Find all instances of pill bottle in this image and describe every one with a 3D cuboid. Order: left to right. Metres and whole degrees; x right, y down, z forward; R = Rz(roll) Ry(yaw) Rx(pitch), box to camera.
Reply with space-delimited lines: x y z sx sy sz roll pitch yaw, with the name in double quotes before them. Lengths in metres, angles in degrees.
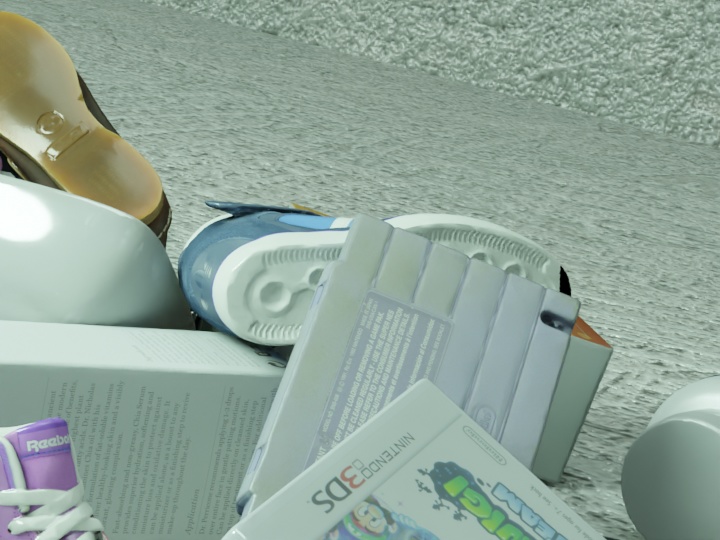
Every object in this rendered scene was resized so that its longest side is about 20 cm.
"pill bottle" 0.235 0.114 1.306 0.111 0.112 0.200 19 15 30

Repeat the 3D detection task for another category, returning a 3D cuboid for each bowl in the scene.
"bowl" -0.199 0.028 1.223 0.199 0.075 0.200 15 -28 15

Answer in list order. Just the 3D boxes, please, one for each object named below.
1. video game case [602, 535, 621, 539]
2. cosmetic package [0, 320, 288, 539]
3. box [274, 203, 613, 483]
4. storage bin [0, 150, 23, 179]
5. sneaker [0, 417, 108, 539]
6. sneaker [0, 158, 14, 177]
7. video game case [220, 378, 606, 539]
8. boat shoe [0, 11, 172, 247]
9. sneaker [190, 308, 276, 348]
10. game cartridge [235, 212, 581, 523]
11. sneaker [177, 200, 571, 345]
"video game case" 0.186 0.190 1.126 0.199 0.026 0.181 12 13 2
"cosmetic package" -0.136 0.085 1.120 0.199 0.102 0.071 5 15 -31
"box" 0.039 0.046 1.380 0.199 0.098 0.124 19 11 -18
"storage bin" -0.292 -0.032 1.400 0.094 0.136 0.200 22 16 38
"sneaker" -0.127 0.128 0.922 0.200 0.115 0.073 21 14 31
"sneaker" -0.231 -0.003 1.340 0.088 0.200 0.081 -28 35 10
"video game case" 0.057 0.148 0.939 0.200 0.024 0.182 42 32 10
"boat shoe" -0.188 -0.078 1.360 0.070 0.070 0.200 -31 63 -14
"sneaker" -0.104 0.040 1.324 0.098 0.071 0.200 13 -6 -17
"game cartridge" 0.021 0.077 1.046 0.129 0.201 0.038 20 -32 1
"sneaker" 0.000 0.000 1.185 0.199 0.081 0.146 0 9 -16
